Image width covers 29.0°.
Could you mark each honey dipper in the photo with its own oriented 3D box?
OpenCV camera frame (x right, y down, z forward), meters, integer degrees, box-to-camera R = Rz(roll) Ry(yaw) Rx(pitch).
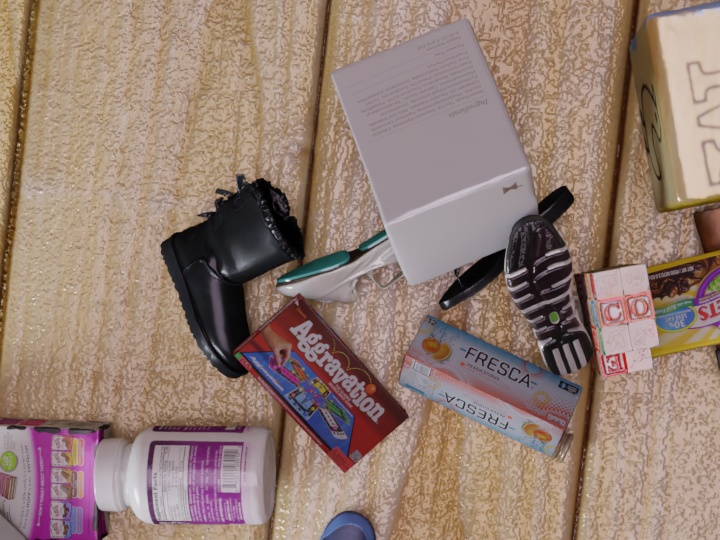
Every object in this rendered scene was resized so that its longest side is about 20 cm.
[{"bbox_3d":[0.151,0.164,1.615,0.198,0.038,0.038,25,92,9],"label":"honey dipper"}]

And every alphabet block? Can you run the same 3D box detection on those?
[{"bbox_3d":[0.410,-0.181,1.511,0.194,0.195,0.203,-10,88,7],"label":"alphabet block"}]

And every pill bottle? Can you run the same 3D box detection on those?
[{"bbox_3d":[-0.202,0.236,1.605,0.197,0.112,0.114,0,90,5],"label":"pill bottle"}]

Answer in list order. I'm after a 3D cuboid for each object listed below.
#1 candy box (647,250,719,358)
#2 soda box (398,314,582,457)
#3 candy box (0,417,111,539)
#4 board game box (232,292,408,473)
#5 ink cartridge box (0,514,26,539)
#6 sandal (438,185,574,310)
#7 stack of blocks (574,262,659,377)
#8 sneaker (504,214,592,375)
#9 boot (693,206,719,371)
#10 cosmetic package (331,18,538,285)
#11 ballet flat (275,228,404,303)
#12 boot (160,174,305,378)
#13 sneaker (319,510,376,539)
[{"bbox_3d":[0.405,0.029,1.553,0.198,0.026,0.104,-15,83,25],"label":"candy box"},{"bbox_3d":[0.146,0.130,1.577,0.198,0.064,0.069,26,54,10],"label":"soda box"},{"bbox_3d":[-0.398,0.247,1.646,0.197,0.061,0.138,2,93,4],"label":"candy box"},{"bbox_3d":[-0.044,0.131,1.601,0.103,0.019,0.200,-41,109,3],"label":"board game box"},{"bbox_3d":[-0.446,0.364,1.601,0.146,0.083,0.200,-38,105,19],"label":"ink cartridge box"},{"bbox_3d":[0.157,-0.034,1.592,0.200,0.075,0.048,-43,99,-5],"label":"sandal"},{"bbox_3d":[0.281,0.054,1.517,0.058,0.200,0.117,-11,89,4],"label":"stack of blocks"},{"bbox_3d":[0.197,0.012,1.558,0.075,0.116,0.202,-18,117,0],"label":"sneaker"},{"bbox_3d":[0.485,0.013,1.577,0.186,0.068,0.203,-8,84,18],"label":"boot"},{"bbox_3d":[0.085,-0.128,1.519,0.165,0.168,0.202,-21,65,2],"label":"cosmetic package"},{"bbox_3d":[0.000,0.000,1.614,0.198,0.069,0.070,-25,88,2],"label":"ballet flat"},{"bbox_3d":[-0.131,0.004,1.594,0.161,0.073,0.200,-30,82,26],"label":"boot"},{"bbox_3d":[-0.040,0.376,1.607,0.073,0.082,0.202,24,90,6],"label":"sneaker"}]
